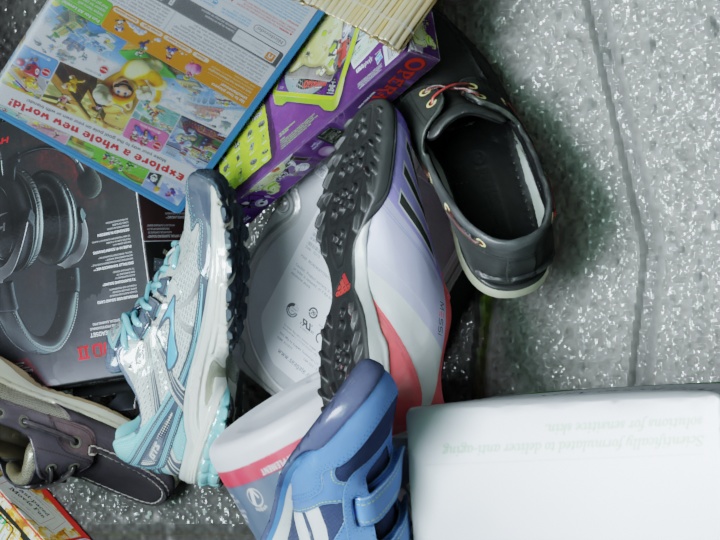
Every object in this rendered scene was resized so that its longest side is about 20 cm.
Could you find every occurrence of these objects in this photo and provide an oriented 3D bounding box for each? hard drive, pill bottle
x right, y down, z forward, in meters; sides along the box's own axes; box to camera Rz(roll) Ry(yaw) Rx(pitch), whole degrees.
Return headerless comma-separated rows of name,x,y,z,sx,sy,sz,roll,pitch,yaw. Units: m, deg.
hard drive,0.000,0.000,1.478,0.140,0.038,0.201,39,110,25
pill bottle,0.007,0.162,1.412,0.119,0.120,0.201,-27,97,30

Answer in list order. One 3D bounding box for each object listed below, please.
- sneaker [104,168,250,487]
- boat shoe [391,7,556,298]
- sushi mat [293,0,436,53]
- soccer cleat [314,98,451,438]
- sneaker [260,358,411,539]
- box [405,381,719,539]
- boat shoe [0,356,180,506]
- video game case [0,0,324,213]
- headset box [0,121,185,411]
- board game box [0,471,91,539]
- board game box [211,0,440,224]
sneaker,-0.115,0.036,1.451,0.086,0.078,0.201,6,104,3
boat shoe,0.063,-0.083,1.393,0.073,0.063,0.202,-16,61,-10
sushi mat,0.038,-0.223,1.394,0.095,0.012,0.200,26,71,26
soccer cleat,0.019,0.000,1.364,0.068,0.073,0.201,-30,53,53
sneaker,-0.003,0.131,1.289,0.082,0.074,0.201,28,133,13
box,0.152,0.163,1.305,0.198,0.171,0.201,-5,89,32
boat shoe,-0.211,0.111,1.539,0.072,0.200,0.065,-36,30,50
video game case,-0.120,-0.141,1.439,0.143,0.018,0.200,28,119,-18
headset box,-0.178,-0.005,1.569,0.148,0.077,0.201,-9,85,32
board game box,-0.286,0.193,1.662,0.200,0.046,0.152,45,113,23
board game box,-0.030,-0.127,1.452,0.200,0.032,0.121,-38,53,40
